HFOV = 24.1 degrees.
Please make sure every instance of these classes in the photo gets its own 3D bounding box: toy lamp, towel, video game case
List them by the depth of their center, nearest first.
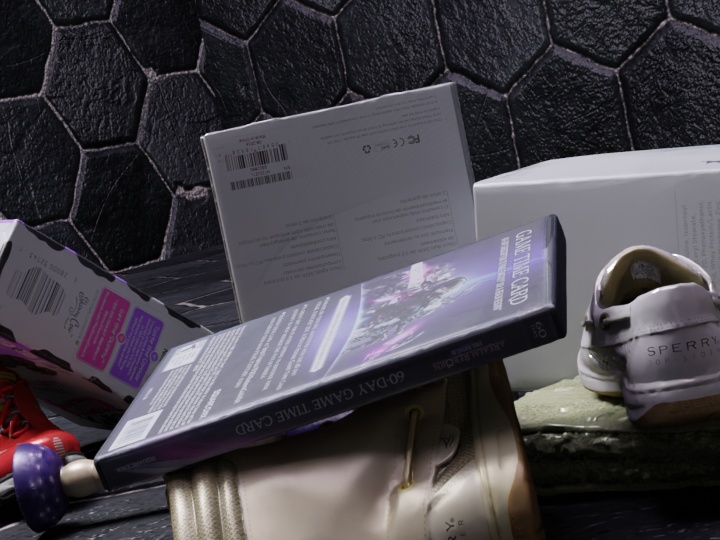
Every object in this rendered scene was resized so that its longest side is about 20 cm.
[{"bbox_3d":[-0.007,0.032,0.731,0.199,0.019,0.143,-19,13,12],"label":"video game case"},{"bbox_3d":[0.145,0.072,0.812,0.199,0.037,0.148,-8,5,36],"label":"towel"},{"bbox_3d":[-0.090,0.101,0.941,0.199,0.059,0.058,-12,5,5],"label":"toy lamp"}]

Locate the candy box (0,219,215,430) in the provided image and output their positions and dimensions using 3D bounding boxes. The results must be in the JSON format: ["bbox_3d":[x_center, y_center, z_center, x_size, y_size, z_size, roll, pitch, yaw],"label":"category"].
[{"bbox_3d":[-0.207,0.042,1.133,0.200,0.072,0.167,33,-21,-36],"label":"candy box"}]

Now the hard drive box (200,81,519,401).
[{"bbox_3d":[0.000,0.000,1.021,0.155,0.201,0.077,-11,4,-1],"label":"hard drive box"}]

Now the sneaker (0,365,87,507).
[{"bbox_3d":[-0.230,0.103,1.078,0.077,0.085,0.200,-16,5,-24],"label":"sneaker"}]

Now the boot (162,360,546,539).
[{"bbox_3d":[-0.008,0.080,0.731,0.155,0.073,0.200,-14,25,2],"label":"boot"}]

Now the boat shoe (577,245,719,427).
[{"bbox_3d":[0.137,0.022,0.773,0.070,0.070,0.200,-12,3,-1],"label":"boat shoe"}]

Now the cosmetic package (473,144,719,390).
[{"bbox_3d":[0.187,-0.008,0.984,0.199,0.124,0.199,-4,6,19],"label":"cosmetic package"}]
